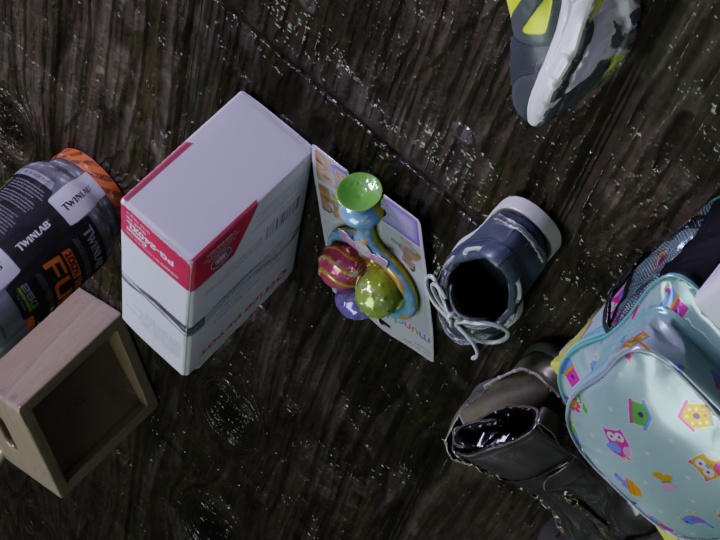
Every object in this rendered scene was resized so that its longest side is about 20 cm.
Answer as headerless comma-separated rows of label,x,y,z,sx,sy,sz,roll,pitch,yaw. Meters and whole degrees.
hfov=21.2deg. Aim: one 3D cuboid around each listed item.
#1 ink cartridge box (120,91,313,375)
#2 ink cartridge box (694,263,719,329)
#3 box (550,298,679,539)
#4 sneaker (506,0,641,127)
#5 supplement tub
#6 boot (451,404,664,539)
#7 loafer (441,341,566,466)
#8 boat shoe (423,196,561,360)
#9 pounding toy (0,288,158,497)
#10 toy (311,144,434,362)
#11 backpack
ink cartridge box,-0.120,-0.026,1.560,0.083,0.145,0.201,39,154,13
ink cartridge box,0.294,0.004,1.007,0.146,0.084,0.200,45,147,0
box,0.215,0.118,1.336,0.050,0.075,0.201,-5,123,56
sneaker,0.114,-0.169,1.093,0.085,0.074,0.201,42,146,23
supplement tub,-0.320,-0.018,1.822,0.122,0.200,0.123,35,154,20
boot,0.141,0.157,1.445,0.173,0.070,0.200,27,149,-19
loafer,0.121,0.114,1.478,0.075,0.070,0.200,46,155,1
boat shoe,0.089,0.015,1.393,0.075,0.062,0.200,44,155,1
pounding toy,-0.344,0.144,2.114,0.142,0.184,0.201,28,149,34
toy,0.000,0.000,1.527,0.115,0.047,0.201,36,152,26
backpack,0.215,0.075,1.184,0.176,0.154,0.200,42,157,-1
